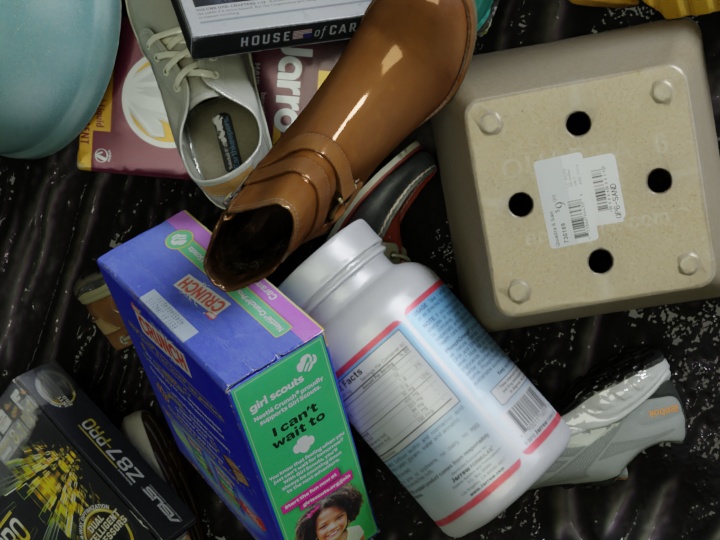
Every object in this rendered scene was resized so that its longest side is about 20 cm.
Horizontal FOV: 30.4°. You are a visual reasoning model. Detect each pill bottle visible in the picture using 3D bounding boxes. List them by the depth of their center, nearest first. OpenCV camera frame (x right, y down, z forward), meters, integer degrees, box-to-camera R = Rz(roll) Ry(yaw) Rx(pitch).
[{"bbox_3d":[0.036,0.067,0.871,0.109,0.109,0.200,-41,86,10],"label":"pill bottle"}]

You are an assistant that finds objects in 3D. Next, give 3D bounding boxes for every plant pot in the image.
[{"bbox_3d":[0.149,-0.057,0.876,0.199,0.177,0.201,-9,96,8],"label":"plant pot"},{"bbox_3d":[-0.278,-0.177,0.893,0.200,0.134,0.201,3,95,39],"label":"plant pot"}]

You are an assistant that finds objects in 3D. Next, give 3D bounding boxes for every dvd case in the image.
[{"bbox_3d":[-0.063,-0.223,0.872,0.150,0.025,0.201,-11,56,-16],"label":"dvd case"}]

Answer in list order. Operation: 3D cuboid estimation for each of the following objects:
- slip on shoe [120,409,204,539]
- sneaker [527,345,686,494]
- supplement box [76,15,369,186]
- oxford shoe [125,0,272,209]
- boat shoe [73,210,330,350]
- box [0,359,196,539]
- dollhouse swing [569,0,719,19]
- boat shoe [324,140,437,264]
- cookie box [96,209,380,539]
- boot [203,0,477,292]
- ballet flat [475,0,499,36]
[{"bbox_3d":[-0.151,0.206,1.002,0.060,0.076,0.201,-19,102,2],"label":"slip on shoe"},{"bbox_3d":[0.143,0.134,0.955,0.200,0.074,0.080,-28,98,10],"label":"sneaker"},{"bbox_3d":[-0.092,-0.119,0.943,0.199,0.086,0.111,5,98,6],"label":"supplement box"},{"bbox_3d":[-0.107,-0.136,0.867,0.075,0.058,0.201,-20,82,8],"label":"oxford shoe"},{"bbox_3d":[-0.111,0.002,0.974,0.199,0.076,0.074,-20,102,16],"label":"boat shoe"},{"bbox_3d":[-0.231,0.189,0.978,0.161,0.049,0.200,48,121,10],"label":"box"},{"bbox_3d":[0.180,-0.218,0.791,0.199,0.176,0.182,-1,118,43],"label":"dollhouse swing"},{"bbox_3d":[0.000,0.000,0.953,0.062,0.071,0.200,38,105,12],"label":"boat shoe"},{"bbox_3d":[-0.079,0.085,0.883,0.075,0.171,0.201,-33,135,-19],"label":"cookie box"},{"bbox_3d":[-0.017,-0.081,0.781,0.077,0.155,0.200,43,130,-3],"label":"boot"},{"bbox_3d":[0.068,-0.207,0.907,0.076,0.064,0.200,39,83,-14],"label":"ballet flat"}]
